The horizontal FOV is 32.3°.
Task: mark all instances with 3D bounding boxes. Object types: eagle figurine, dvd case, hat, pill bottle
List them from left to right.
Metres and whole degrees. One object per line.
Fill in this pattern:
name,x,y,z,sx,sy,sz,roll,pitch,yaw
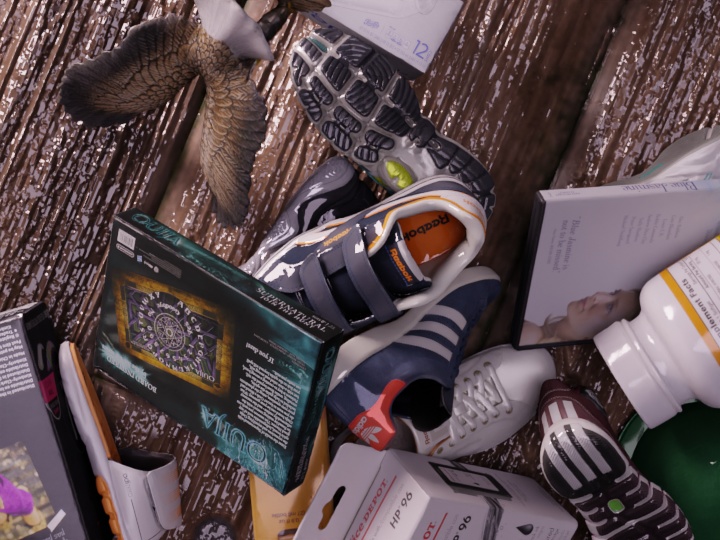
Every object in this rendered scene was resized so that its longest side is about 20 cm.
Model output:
eagle figurine,-0.112,-0.138,0.904,0.150,0.152,0.200,19,115,-47
dvd case,0.220,-0.004,0.971,0.198,0.018,0.144,-5,126,-13
pill bottle,0.281,0.033,0.932,0.199,0.111,0.112,-33,97,10
hat,0.293,0.173,0.957,0.164,0.176,0.202,-11,95,-5

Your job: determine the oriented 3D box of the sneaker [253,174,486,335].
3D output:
sneaker,0.000,0.000,0.891,0.199,0.079,0.079,-33,109,2

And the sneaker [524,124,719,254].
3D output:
sneaker,0.227,-0.040,0.991,0.199,0.070,0.081,-27,104,-2

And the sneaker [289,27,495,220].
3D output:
sneaker,0.016,-0.098,0.959,0.078,0.080,0.200,-45,101,-12

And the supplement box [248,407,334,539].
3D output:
supplement box,-0.053,0.191,0.979,0.066,0.069,0.202,-5,93,-5

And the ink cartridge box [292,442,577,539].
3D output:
ink cartridge box,0.054,0.207,0.937,0.199,0.068,0.117,17,106,-35

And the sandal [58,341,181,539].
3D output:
sandal,-0.173,0.147,0.951,0.059,0.079,0.208,-19,100,-6

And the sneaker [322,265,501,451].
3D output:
sneaker,0.053,0.069,0.938,0.199,0.075,0.085,-32,74,-37

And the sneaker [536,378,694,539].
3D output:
sneaker,0.197,0.157,0.978,0.075,0.116,0.201,-27,122,12

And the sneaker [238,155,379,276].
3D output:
sneaker,-0.039,0.019,0.963,0.114,0.075,0.201,37,90,-8

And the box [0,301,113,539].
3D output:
box,-0.263,0.136,0.924,0.105,0.122,0.202,-16,96,-5

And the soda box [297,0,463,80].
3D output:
soda box,-0.024,-0.224,0.953,0.199,0.068,0.064,30,90,-6

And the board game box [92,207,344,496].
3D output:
board game box,-0.111,0.057,0.908,0.199,0.028,0.136,30,121,24

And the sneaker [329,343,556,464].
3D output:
sneaker,0.071,0.119,0.976,0.199,0.085,0.073,-29,88,-5
